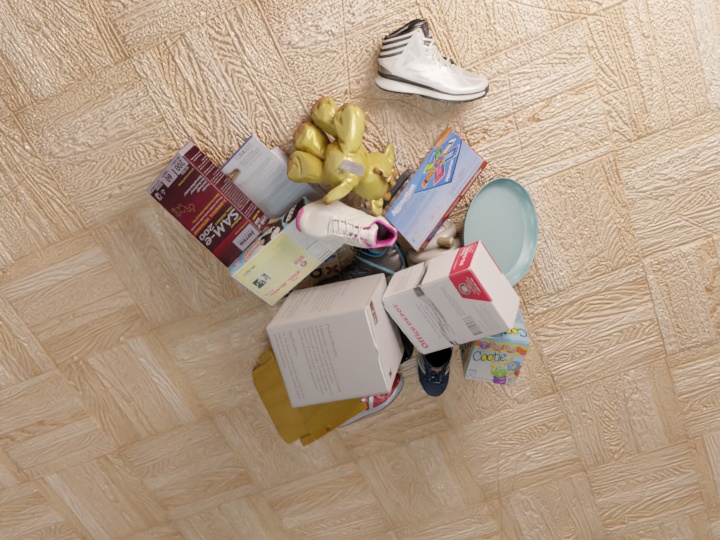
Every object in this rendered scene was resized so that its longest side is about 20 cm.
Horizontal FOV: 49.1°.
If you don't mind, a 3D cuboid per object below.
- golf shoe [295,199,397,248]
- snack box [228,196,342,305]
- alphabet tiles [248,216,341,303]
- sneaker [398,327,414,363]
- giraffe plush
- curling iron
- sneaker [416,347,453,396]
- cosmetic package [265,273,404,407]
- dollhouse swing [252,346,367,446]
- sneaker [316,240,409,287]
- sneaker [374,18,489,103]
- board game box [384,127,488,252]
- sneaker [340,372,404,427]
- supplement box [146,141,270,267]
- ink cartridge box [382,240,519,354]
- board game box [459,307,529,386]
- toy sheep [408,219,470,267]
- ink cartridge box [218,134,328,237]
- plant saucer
[{"bbox_3d":[-0.020,-0.080,1.399,0.196,0.091,0.077,2,105,-35],"label":"golf shoe"},{"bbox_3d":[-0.135,-0.032,1.462,0.199,0.037,0.116,-40,130,14],"label":"snack box"},{"bbox_3d":[-0.124,-0.025,1.513,0.163,0.008,0.203,-12,134,-2],"label":"alphabet tiles"},{"bbox_3d":[0.031,0.119,1.576,0.198,0.115,0.076,38,113,-18],"label":"sneaker"},{"bbox_3d":[-0.009,-0.187,1.384,0.161,0.200,0.174,19,112,-50],"label":"giraffe plush"},{"bbox_3d":[0.040,-0.114,1.487,0.049,0.026,0.202,25,118,-17],"label":"curling iron"},{"bbox_3d":[0.155,0.195,1.636,0.073,0.085,0.204,-3,121,1],"label":"sneaker"},{"bbox_3d":[-0.040,0.126,1.444,0.195,0.165,0.169,-11,109,16],"label":"cosmetic package"},{"bbox_3d":[-0.112,0.241,1.642,0.179,0.176,0.203,-28,84,-16],"label":"dollhouse swing"},{"bbox_3d":[0.000,0.000,1.521,0.195,0.073,0.084,-16,102,17],"label":"sneaker"},{"bbox_3d":[0.126,-0.352,1.315,0.195,0.076,0.118,7,123,-1],"label":"sneaker"},{"bbox_3d":[0.133,-0.144,1.418,0.019,0.103,0.201,9,123,-54],"label":"board game box"},{"bbox_3d":[-0.010,0.253,1.679,0.198,0.072,0.113,-33,119,20],"label":"sneaker"},{"bbox_3d":[-0.271,-0.116,1.411,0.200,0.061,0.108,44,117,-12],"label":"supplement box"},{"bbox_3d":[0.159,0.052,1.399,0.197,0.084,0.146,-20,119,38],"label":"ink cartridge box"},{"bbox_3d":[0.248,0.112,1.519,0.102,0.202,0.105,9,121,-5],"label":"board game box"},{"bbox_3d":[0.152,-0.030,1.478,0.134,0.138,0.205,-14,106,8],"label":"toy sheep"},{"bbox_3d":[-0.186,-0.130,1.467,0.195,0.044,0.199,-39,113,23],"label":"ink cartridge box"},{"bbox_3d":[0.253,-0.068,1.453,0.196,0.027,0.206,-4,96,-37],"label":"plant saucer"}]
